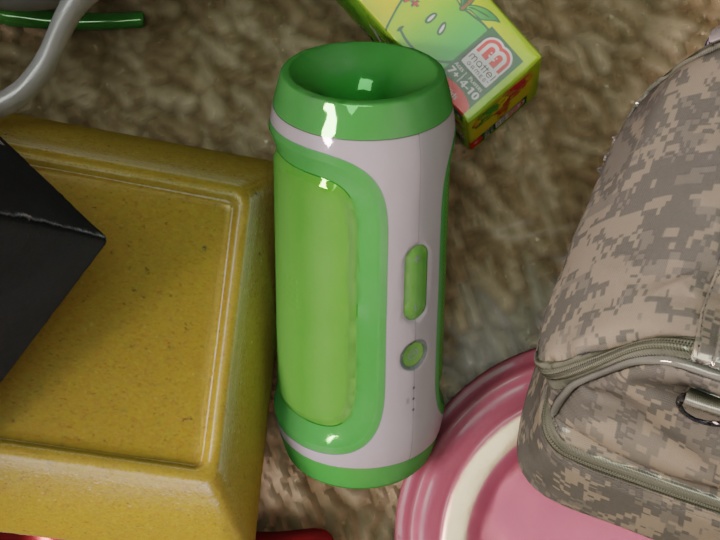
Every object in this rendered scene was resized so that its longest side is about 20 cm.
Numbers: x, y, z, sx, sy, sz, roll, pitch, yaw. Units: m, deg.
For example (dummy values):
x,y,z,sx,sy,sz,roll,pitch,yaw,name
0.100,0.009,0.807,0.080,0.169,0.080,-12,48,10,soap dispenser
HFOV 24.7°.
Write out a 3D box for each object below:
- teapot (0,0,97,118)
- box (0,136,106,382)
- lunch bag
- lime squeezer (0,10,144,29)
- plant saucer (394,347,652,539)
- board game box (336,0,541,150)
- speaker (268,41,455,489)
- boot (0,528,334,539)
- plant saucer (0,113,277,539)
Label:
x,y,z,sx,sy,sz,roll,pitch,yaw,name
-0.193,-0.199,0.769,0.146,0.200,0.198,-20,124,0,teapot
-0.250,-0.004,0.668,0.197,0.124,0.200,43,100,20,box
0.160,0.004,0.720,0.139,0.168,0.200,21,62,4,lunch bag
-0.213,-0.156,0.864,0.200,0.038,0.071,32,60,7,lime squeezer
0.115,0.134,0.805,0.200,0.051,0.201,0,88,5,plant saucer
0.005,-0.154,0.803,0.048,0.102,0.200,-41,84,1,board game box
0.000,0.000,0.764,0.088,0.089,0.200,4,120,6,speaker
-0.115,0.112,0.820,0.200,0.072,0.145,-10,85,8,boot
-0.130,0.022,0.761,0.200,0.048,0.200,9,74,-15,plant saucer
